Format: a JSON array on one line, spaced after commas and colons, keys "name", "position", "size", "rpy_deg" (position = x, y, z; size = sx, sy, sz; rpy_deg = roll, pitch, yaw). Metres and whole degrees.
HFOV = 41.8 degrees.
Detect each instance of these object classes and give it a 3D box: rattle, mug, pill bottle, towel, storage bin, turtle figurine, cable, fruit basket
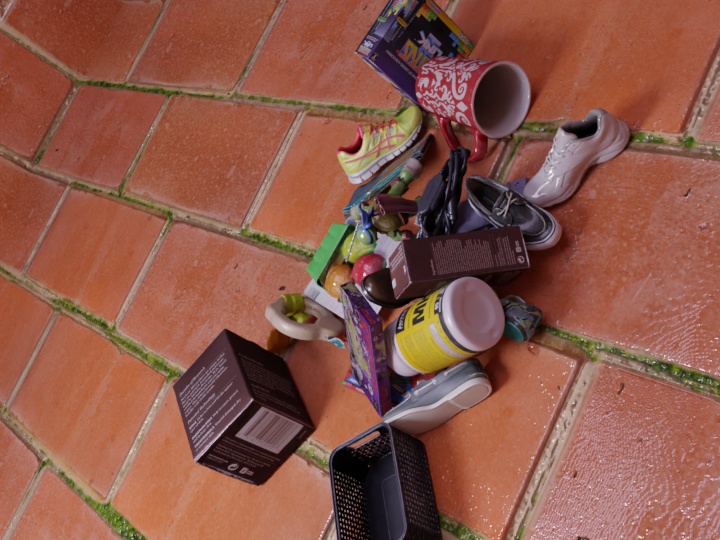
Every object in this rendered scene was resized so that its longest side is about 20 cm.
[{"name": "rattle", "position": [-0.091, 0.139, 1.767], "size": [0.198, 0.130, 0.145], "rpy_deg": [27, 103, 20]}, {"name": "mug", "position": [0.185, -0.308, 1.719], "size": [0.179, 0.133, 0.199], "rpy_deg": [-57, 36, -2]}, {"name": "pill bottle", "position": [0.123, 0.095, 1.477], "size": [0.199, 0.113, 0.116], "rpy_deg": [-33, 42, 51]}, {"name": "towel", "position": [0.052, -0.184, 1.801], "size": [0.199, 0.022, 0.147], "rpy_deg": [-37, 11, 23]}, {"name": "storage bin", "position": [0.036, 0.358, 1.468], "size": [0.134, 0.093, 0.202], "rpy_deg": [-33, 46, 26]}, {"name": "turtle figurine", "position": [0.061, -0.087, 1.666], "size": [0.143, 0.201, 0.194], "rpy_deg": [21, 57, 44]}, {"name": "cable", "position": [0.145, -0.113, 1.576], "size": [0.050, 0.164, 0.202], "rpy_deg": [17, 67, 19]}, {"name": "fruit basket", "position": [0.000, 0.000, 1.754], "size": [0.199, 0.093, 0.187], "rpy_deg": [28, 86, 40]}]

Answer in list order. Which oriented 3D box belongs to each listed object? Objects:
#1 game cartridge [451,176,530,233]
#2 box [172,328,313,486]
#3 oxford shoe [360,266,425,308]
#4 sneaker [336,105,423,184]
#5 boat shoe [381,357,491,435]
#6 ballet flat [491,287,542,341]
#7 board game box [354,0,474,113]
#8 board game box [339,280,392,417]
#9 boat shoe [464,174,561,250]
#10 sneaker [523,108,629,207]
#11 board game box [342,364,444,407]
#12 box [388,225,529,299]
[{"name": "game cartridge", "position": [0.206, -0.072, 1.619], "size": [0.198, 0.038, 0.131], "rpy_deg": [-20, 48, 36]}, {"name": "box", "position": [-0.219, 0.253, 1.739], "size": [0.164, 0.165, 0.201], "rpy_deg": [-47, 40, 13]}, {"name": "oxford shoe", "position": [0.087, 0.010, 1.546], "size": [0.085, 0.198, 0.073], "rpy_deg": [-51, 58, 46]}, {"name": "sneaker", "position": [0.036, -0.262, 1.850], "size": [0.199, 0.090, 0.078], "rpy_deg": [-41, 26, 4]}, {"name": "boat shoe", "position": [0.116, 0.203, 1.503], "size": [0.198, 0.073, 0.062], "rpy_deg": [-30, 48, 21]}, {"name": "ballet flat", "position": [0.213, 0.062, 1.511], "size": [0.199, 0.074, 0.075], "rpy_deg": [23, 82, 48]}, {"name": "board game box", "position": [0.108, -0.428, 1.818], "size": [0.166, 0.199, 0.057], "rpy_deg": [-56, 41, 2]}, {"name": "board game box", "position": [0.010, 0.130, 1.551], "size": [0.032, 0.202, 0.120], "rpy_deg": [-22, 39, -19]}, {"name": "boat shoe", "position": [0.236, -0.095, 1.526], "size": [0.199, 0.071, 0.072], "rpy_deg": [33, 85, 44]}, {"name": "sneaker", "position": [0.328, -0.188, 1.514], "size": [0.200, 0.099, 0.078], "rpy_deg": [-44, 41, 16]}, {"name": "board game box", "position": [0.055, 0.178, 1.622], "size": [0.199, 0.019, 0.104], "rpy_deg": [15, 76, 49]}, {"name": "box", "position": [0.151, -0.012, 1.476], "size": [0.100, 0.197, 0.076], "rpy_deg": [126, 134, -70]}]
